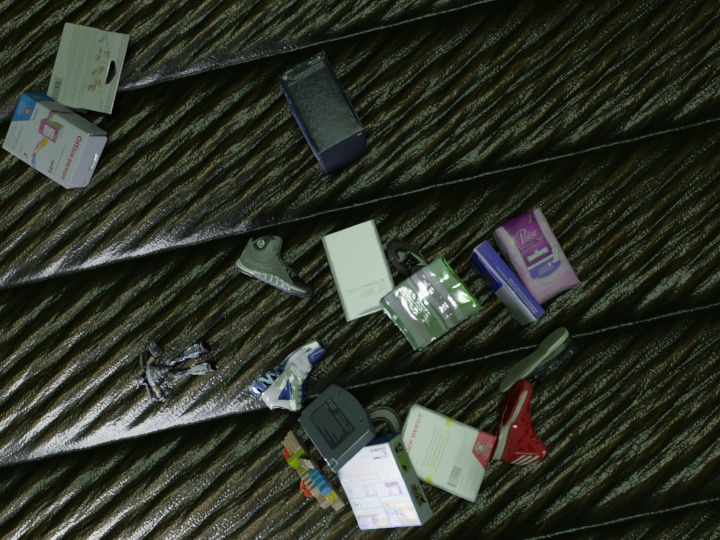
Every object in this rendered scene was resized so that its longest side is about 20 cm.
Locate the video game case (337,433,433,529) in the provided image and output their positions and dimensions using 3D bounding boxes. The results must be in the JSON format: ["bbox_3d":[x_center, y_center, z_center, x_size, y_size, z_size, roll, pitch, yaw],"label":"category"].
[{"bbox_3d":[0.040,0.452,1.628,0.198,0.045,0.184,-23,90,45],"label":"video game case"}]

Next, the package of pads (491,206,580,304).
[{"bbox_3d":[0.392,-0.029,1.716,0.119,0.076,0.203,-27,82,-2],"label":"package of pads"}]

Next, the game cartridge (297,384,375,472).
[{"bbox_3d":[-0.049,0.333,1.658,0.133,0.200,0.041,-44,124,-4],"label":"game cartridge"}]

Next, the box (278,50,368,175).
[{"bbox_3d":[-0.080,-0.346,1.721,0.122,0.200,0.201,-29,82,0],"label":"box"}]

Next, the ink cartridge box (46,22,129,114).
[{"bbox_3d":[-0.652,-0.483,1.855,0.173,0.045,0.204,12,85,7],"label":"ink cartridge box"}]

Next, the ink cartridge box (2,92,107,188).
[{"bbox_3d":[-0.717,-0.305,1.802,0.198,0.085,0.146,30,106,6],"label":"ink cartridge box"}]

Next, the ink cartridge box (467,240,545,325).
[{"bbox_3d":[0.314,0.028,1.651,0.043,0.200,0.199,-39,83,-1],"label":"ink cartridge box"}]

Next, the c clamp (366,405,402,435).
[{"bbox_3d":[0.026,0.395,1.721,0.168,0.027,0.203,-25,81,-4],"label":"c clamp"}]

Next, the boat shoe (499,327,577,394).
[{"bbox_3d":[0.395,0.215,1.689,0.066,0.075,0.199,44,96,-10],"label":"boat shoe"}]

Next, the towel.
[{"bbox_3d":[0.148,0.076,1.675,0.150,0.031,0.199,49,126,-5],"label":"towel"}]

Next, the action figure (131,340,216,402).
[{"bbox_3d":[-0.434,0.223,1.749,0.196,0.069,0.133,-19,87,5],"label":"action figure"}]

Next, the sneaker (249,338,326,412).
[{"bbox_3d":[-0.142,0.250,1.726,0.198,0.081,0.116,-38,86,6],"label":"sneaker"}]

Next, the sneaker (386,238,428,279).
[{"bbox_3d":[0.132,0.004,1.722,0.066,0.091,0.201,-39,82,-2],"label":"sneaker"}]

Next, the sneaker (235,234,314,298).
[{"bbox_3d":[-0.181,-0.021,1.757,0.197,0.075,0.117,23,83,7],"label":"sneaker"}]

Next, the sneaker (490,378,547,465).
[{"bbox_3d":[0.361,0.334,1.666,0.113,0.079,0.203,16,115,-5],"label":"sneaker"}]

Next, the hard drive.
[{"bbox_3d":[0.000,0.000,1.764,0.129,0.027,0.204,-18,83,2],"label":"hard drive"}]

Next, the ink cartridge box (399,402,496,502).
[{"bbox_3d":[0.176,0.391,1.668,0.197,0.083,0.148,22,82,1],"label":"ink cartridge box"}]

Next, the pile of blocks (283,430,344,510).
[{"bbox_3d":[-0.117,0.454,1.692,0.062,0.082,0.201,-36,83,-1],"label":"pile of blocks"}]
